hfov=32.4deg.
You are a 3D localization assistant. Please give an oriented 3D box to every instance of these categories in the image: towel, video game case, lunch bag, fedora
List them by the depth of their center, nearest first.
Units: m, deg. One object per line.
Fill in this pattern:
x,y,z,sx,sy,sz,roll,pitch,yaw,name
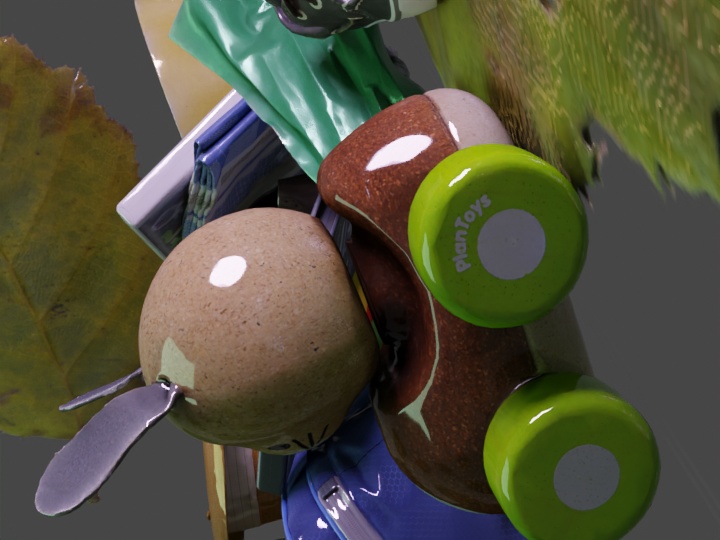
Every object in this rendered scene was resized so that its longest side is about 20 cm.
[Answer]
-0.020,0.004,0.692,0.144,0.019,0.202,99,-174,-51,video game case
0.025,0.141,0.717,0.136,0.132,0.200,51,180,-6,lunch bag
-0.065,-0.080,0.845,0.024,0.147,0.200,42,159,7,towel
-0.063,0.116,0.852,0.201,0.080,0.204,176,90,-87,fedora
-0.080,-0.089,0.883,0.023,0.200,0.182,43,174,7,video game case

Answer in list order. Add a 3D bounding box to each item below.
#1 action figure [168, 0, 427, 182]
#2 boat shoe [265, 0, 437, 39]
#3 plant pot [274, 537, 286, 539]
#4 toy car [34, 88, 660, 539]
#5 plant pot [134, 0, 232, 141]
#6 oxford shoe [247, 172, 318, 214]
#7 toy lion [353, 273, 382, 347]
-0.015,-0.098,0.636,0.055,0.118,0.201,35,-163,-51,action figure
-0.014,-0.130,0.516,0.200,0.065,0.071,-124,13,-80,boat shoe
-0.001,0.288,0.959,0.183,0.199,0.203,-4,-109,-67,plant pot
-0.020,0.037,0.455,0.164,0.197,0.160,-121,10,-76,toy car
-0.092,-0.161,1.067,0.200,0.140,0.203,158,90,-87,plant pot
-0.060,-0.021,0.889,0.200,0.072,0.072,133,139,-56,oxford shoe
0.000,0.000,0.897,0.192,0.068,0.203,129,143,-66,toy lion
